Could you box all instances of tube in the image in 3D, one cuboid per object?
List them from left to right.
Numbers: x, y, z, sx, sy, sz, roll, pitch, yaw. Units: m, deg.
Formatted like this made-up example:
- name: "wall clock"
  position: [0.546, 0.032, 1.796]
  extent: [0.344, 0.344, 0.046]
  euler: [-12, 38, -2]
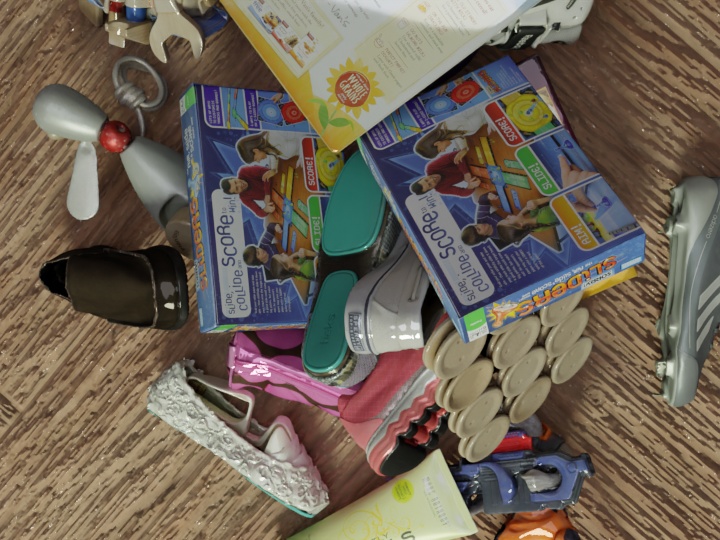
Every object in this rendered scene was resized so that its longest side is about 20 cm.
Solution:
- name: "tube"
  position: [0.004, 0.236, 0.811]
  extent: [0.200, 0.052, 0.058]
  euler: [-30, 116, 20]

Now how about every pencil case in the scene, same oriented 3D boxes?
- name: "pencil case"
  position: [-0.024, 0.098, 0.797]
  extent: [0.200, 0.094, 0.091]
  euler: [18, 113, 6]

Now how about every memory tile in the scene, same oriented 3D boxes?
- name: "memory tile"
  position: [0.120, 0.064, 0.696]
  extent: [0.153, 0.200, 0.017]
  euler: [-41, 55, -13]

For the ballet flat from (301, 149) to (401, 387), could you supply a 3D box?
- name: "ballet flat"
  position: [0.000, 0.000, 0.726]
  extent: [0.072, 0.072, 0.201]
  euler: [10, 71, 5]

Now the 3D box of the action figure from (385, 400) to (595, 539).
- name: "action figure"
  position: [0.130, 0.211, 0.812]
  extent: [0.200, 0.105, 0.194]
  euler: [-5, 89, 34]

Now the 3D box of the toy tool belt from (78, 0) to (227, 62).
- name: "toy tool belt"
  position: [-0.167, -0.240, 0.768]
  extent: [0.200, 0.125, 0.123]
  euler: [27, 133, 18]

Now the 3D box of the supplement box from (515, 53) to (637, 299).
- name: "supplement box"
  position: [0.139, -0.067, 0.767]
  extent: [0.110, 0.086, 0.200]
  euler: [-25, 93, 8]

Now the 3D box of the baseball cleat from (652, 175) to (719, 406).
- name: "baseball cleat"
  position: [0.307, 0.020, 0.767]
  extent: [0.106, 0.070, 0.200]
  euler: [3, 97, 6]

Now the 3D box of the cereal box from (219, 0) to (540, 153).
- name: "cereal box"
  position: [0.019, -0.196, 0.623]
  extent: [0.200, 0.040, 0.144]
  euler: [-34, 98, 18]

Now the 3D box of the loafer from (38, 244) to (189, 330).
- name: "loafer"
  position: [-0.214, 0.017, 0.768]
  extent: [0.200, 0.071, 0.073]
  euler: [2, 98, 49]

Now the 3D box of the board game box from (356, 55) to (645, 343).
- name: "board game box"
  position: [0.091, -0.059, 0.642]
  extent: [0.135, 0.034, 0.200]
  euler: [-24, 53, -1]

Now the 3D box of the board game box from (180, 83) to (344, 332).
- name: "board game box"
  position: [-0.074, -0.052, 0.755]
  extent: [0.135, 0.034, 0.200]
  euler: [0, 78, -30]

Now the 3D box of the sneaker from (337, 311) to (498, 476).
- name: "sneaker"
  position: [0.056, 0.063, 0.716]
  extent: [0.200, 0.074, 0.087]
  euler: [-49, 57, -2]

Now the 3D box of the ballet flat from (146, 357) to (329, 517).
- name: "ballet flat"
  position: [-0.104, 0.149, 0.822]
  extent: [0.200, 0.072, 0.072]
  euler: [33, 98, 0]

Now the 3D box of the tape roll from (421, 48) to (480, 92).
- name: "tape roll"
  position: [0.021, -0.250, 0.763]
  extent: [0.200, 0.085, 0.200]
  euler: [1, 96, 7]

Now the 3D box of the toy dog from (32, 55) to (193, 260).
- name: "toy dog"
  position: [-0.195, -0.081, 0.801]
  extent: [0.200, 0.132, 0.096]
  euler: [48, 137, 4]

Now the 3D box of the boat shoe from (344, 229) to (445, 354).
- name: "boat shoe"
  position: [0.058, 0.004, 0.691]
  extent: [0.070, 0.200, 0.071]
  euler: [1, 112, 25]

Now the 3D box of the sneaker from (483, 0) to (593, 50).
- name: "sneaker"
  position: [0.125, -0.199, 0.682]
  extent: [0.200, 0.074, 0.089]
  euler: [-35, 103, -5]
